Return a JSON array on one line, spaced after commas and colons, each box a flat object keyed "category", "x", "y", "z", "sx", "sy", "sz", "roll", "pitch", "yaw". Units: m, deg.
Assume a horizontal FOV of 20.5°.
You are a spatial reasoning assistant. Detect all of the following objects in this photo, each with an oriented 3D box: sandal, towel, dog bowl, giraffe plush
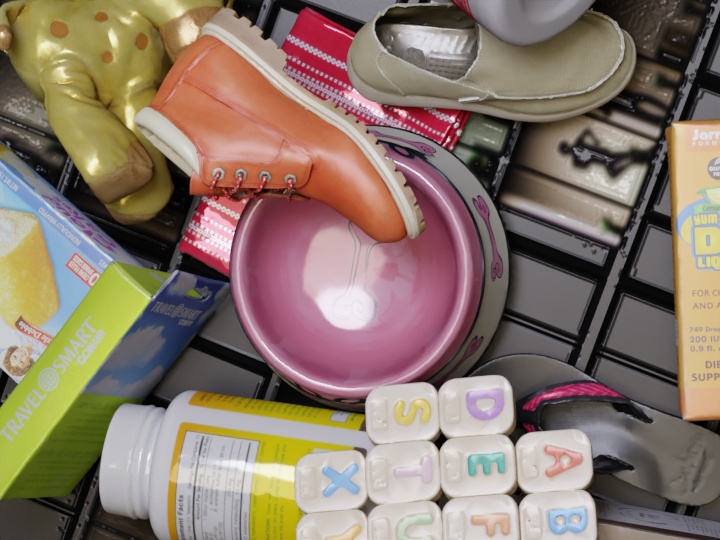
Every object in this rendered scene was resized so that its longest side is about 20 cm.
[{"category": "sandal", "x": 0.159, "y": 0.109, "z": 1.369, "sx": 0.199, "sy": 0.045, "sz": 0.076, "roll": 17, "pitch": 94, "yaw": 9}, {"category": "towel", "x": -0.025, "y": -0.069, "z": 1.411, "sx": 0.144, "sy": 0.022, "sz": 0.201, "roll": 29, "pitch": 96, "yaw": 9}, {"category": "dog bowl", "x": 0.000, "y": 0.000, "z": 1.360, "sx": 0.199, "sy": 0.074, "sz": 0.202, "roll": 0, "pitch": 91, "yaw": 11}, {"category": "giraffe plush", "x": -0.150, "y": -0.154, "z": 1.368, "sx": 0.162, "sy": 0.173, "sz": 0.201, "roll": -33, "pitch": 103, "yaw": -3}]

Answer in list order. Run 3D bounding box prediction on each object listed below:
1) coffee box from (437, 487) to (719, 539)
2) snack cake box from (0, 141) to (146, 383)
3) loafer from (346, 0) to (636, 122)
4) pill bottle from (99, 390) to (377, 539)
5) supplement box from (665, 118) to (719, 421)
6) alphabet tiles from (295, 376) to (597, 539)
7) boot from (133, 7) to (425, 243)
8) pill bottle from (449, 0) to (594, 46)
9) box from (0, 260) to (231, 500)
[{"category": "coffee box", "x": 0.147, "y": 0.215, "z": 1.356, "sx": 0.198, "sy": 0.080, "sz": 0.115, "roll": 9, "pitch": 94, "yaw": 10}, {"category": "snack cake box", "x": -0.265, "y": -0.018, "z": 1.431, "sx": 0.200, "sy": 0.067, "sz": 0.115, "roll": 40, "pitch": 96, "yaw": 7}, {"category": "loafer", "x": 0.089, "y": -0.145, "z": 1.351, "sx": 0.198, "sy": 0.068, "sz": 0.076, "roll": -2, "pitch": 74, "yaw": 1}, {"category": "pill bottle", "x": -0.075, "y": 0.144, "z": 1.379, "sx": 0.198, "sy": 0.109, "sz": 0.110, "roll": 8, "pitch": 92, "yaw": 10}, {"category": "supplement box", "x": 0.242, "y": -0.002, "z": 1.342, "sx": 0.066, "sy": 0.069, "sz": 0.202, "roll": -3, "pitch": 89, "yaw": 9}, {"category": "alphabet tiles", "x": 0.053, "y": 0.167, "z": 1.272, "sx": 0.194, "sy": 0.015, "sz": 0.201, "roll": -5, "pitch": 67, "yaw": 9}, {"category": "boot", "x": -0.052, "y": -0.067, "z": 1.281, "sx": 0.200, "sy": 0.075, "sz": 0.107, "roll": 40, "pitch": 75, "yaw": 15}, {"category": "pill bottle", "x": 0.067, "y": -0.244, "z": 1.317, "sx": 0.112, "sy": 0.112, "sz": 0.200, "roll": -51, "pitch": 56, "yaw": 7}, {"category": "box", "x": -0.181, "y": 0.070, "z": 1.388, "sx": 0.048, "sy": 0.122, "sz": 0.200, "roll": 40, "pitch": 97, "yaw": 15}]
